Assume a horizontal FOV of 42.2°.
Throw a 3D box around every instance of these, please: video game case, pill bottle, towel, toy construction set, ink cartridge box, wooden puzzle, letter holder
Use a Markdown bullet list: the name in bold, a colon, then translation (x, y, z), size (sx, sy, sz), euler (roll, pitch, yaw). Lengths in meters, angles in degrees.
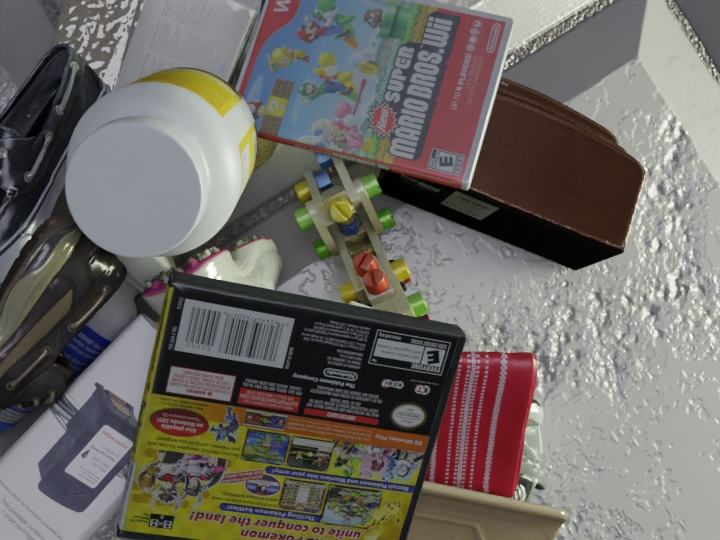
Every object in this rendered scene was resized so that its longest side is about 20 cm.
- **video game case**: translation (-0.047, 0.106, 0.625), size (0.199, 0.026, 0.182), euler (11, 104, -15)
- **pill bottle**: translation (-0.241, 0.030, 0.703), size (0.200, 0.112, 0.112), euler (-38, 90, -1)
- **towel**: translation (0.026, 0.118, 0.685), size (0.199, 0.023, 0.145), euler (0, 125, -6)
- **toy construction set**: translation (0.000, 0.000, 0.736), size (0.092, 0.131, 0.201), euler (-14, 47, 11)
- **ink cartridge box**: translation (-0.196, 0.132, 0.696), size (0.084, 0.145, 0.200), euler (43, 80, -3)
- **pill bottle**: translation (-0.132, -0.074, 0.632), size (0.111, 0.200, 0.113), euler (0, 106, -1)
- **towel**: translation (-0.185, -0.230, 0.795), size (0.132, 0.034, 0.201), euler (14, 83, -6)
- **wooden puzzle**: translation (0.048, 0.251, 0.731), size (0.184, 0.037, 0.201), euler (16, 105, -21)
- **letter holder**: translation (0.134, -0.107, 0.796), size (0.199, 0.101, 0.143), euler (21, 79, -6)
- **video game case**: translation (0.007, -0.154, 0.735), size (0.199, 0.017, 0.144), euler (15, 78, 9)

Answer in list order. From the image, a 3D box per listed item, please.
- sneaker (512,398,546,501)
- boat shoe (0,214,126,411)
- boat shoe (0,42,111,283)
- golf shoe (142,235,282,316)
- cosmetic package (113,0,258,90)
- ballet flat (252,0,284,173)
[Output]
- **sneaker**: translation (0.066, 0.177, 0.768), size (0.199, 0.075, 0.116), euler (-10, 88, -10)
- **boat shoe**: translation (-0.225, 0.061, 0.617), size (0.073, 0.075, 0.200), euler (33, 100, -22)
- **boat shoe**: translation (-0.246, -0.075, 0.658), size (0.071, 0.068, 0.201), euler (14, 63, 28)
- **golf shoe**: translation (-0.096, 0.027, 0.703), size (0.075, 0.200, 0.092), euler (-29, 91, 14)
- **cosmetic package**: translation (-0.156, -0.129, 0.749), size (0.082, 0.051, 0.201), euler (22, 101, -8)
- **ballet flat**: translation (-0.067, -0.159, 0.791), size (0.070, 0.071, 0.201), euler (14, 81, -7)
